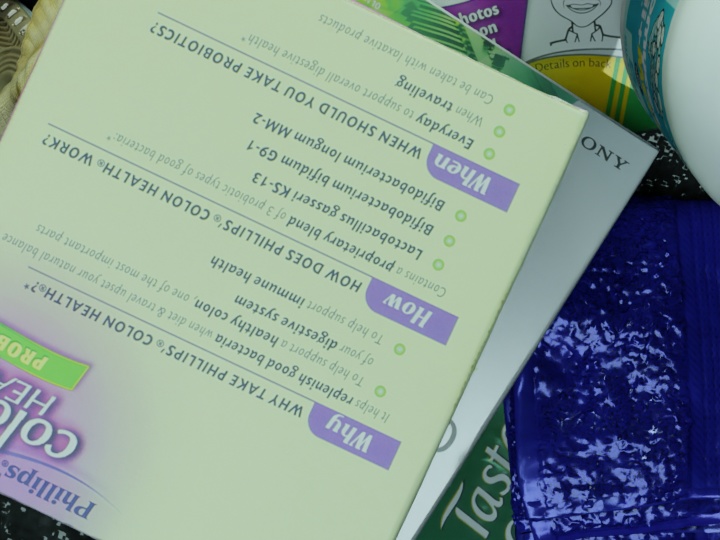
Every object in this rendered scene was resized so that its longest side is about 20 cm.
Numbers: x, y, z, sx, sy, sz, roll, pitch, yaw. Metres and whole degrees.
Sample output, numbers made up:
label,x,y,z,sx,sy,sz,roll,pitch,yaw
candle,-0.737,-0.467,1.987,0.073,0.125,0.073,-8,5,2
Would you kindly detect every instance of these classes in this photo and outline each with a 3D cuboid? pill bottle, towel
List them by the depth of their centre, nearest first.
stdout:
label,x,y,z,sx,sy,sz,roll,pitch,yaw
pill bottle,0.150,-0.071,0.746,0.110,0.200,0.112,0,103,0
towel,0.155,0.041,0.881,0.198,0.050,0.149,-3,87,2

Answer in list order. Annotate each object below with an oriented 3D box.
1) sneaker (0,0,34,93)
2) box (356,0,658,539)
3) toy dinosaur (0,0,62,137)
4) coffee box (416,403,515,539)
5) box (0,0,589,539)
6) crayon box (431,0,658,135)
label,x,y,z,sx,sy,sz,roll,pitch,yaw
sneaker,-0.105,-0.026,0.953,0.071,0.112,0.201,-37,66,23
box,0.000,0.000,0.847,0.144,0.036,0.201,32,90,-2
toy dinosaur,-0.116,-0.071,0.885,0.200,0.058,0.101,-40,55,19
coffee box,0.103,0.091,0.946,0.199,0.044,0.124,26,111,4
box,-0.044,0.000,0.782,0.175,0.097,0.201,25,90,-1
crayon box,0.034,-0.125,0.886,0.199,0.058,0.174,-16,103,17
